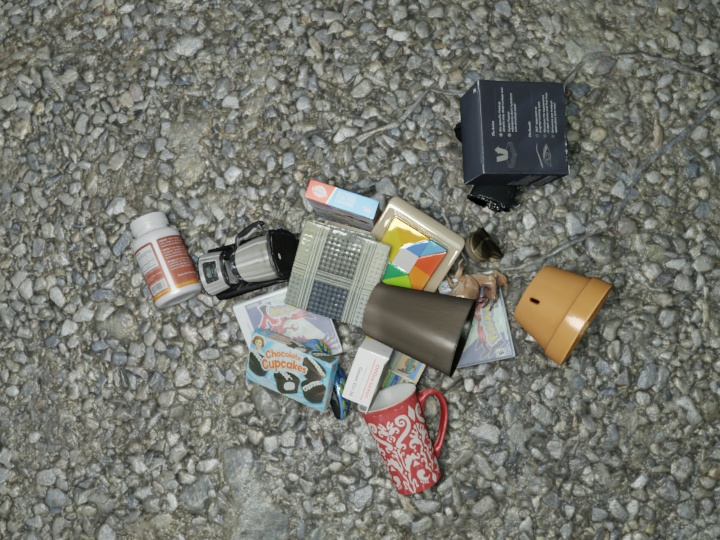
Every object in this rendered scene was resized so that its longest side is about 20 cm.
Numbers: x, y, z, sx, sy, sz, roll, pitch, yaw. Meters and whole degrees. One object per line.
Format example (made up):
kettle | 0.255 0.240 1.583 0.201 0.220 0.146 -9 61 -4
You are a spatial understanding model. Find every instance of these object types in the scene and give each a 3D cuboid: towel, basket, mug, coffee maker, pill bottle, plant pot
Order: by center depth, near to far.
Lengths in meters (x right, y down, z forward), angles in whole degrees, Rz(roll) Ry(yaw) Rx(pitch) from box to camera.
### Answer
basket | 0.115 0.105 1.263 0.198 0.137 0.181 17 45 17
towel | -0.048 0.006 1.317 0.191 0.035 0.201 17 108 -3
plant pot | 0.423 0.081 1.338 0.140 0.200 0.201 34 87 22
mug | 0.110 0.356 1.339 0.176 0.133 0.202 -19 95 13
coffee maker | -0.233 -0.005 1.398 0.198 0.192 0.136 -14 62 22
pill bottle | -0.448 -0.026 1.427 0.111 0.112 0.201 -24 84 1

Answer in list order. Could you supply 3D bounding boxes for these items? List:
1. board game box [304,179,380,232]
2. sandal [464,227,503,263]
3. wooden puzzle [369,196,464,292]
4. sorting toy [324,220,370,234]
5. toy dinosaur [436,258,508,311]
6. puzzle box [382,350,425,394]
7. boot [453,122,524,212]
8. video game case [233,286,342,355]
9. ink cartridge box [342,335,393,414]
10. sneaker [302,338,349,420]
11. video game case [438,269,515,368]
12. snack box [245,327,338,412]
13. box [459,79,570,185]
board game box | -0.032 -0.136 1.369 0.152 0.200 0.041 19 86 4
sandal | 0.258 -0.043 1.355 0.054 0.200 0.082 -35 85 26
wooden puzzle | 0.096 -0.027 1.328 0.184 0.037 0.201 32 99 3
sorting toy | 0.000 0.000 1.411 0.198 0.107 0.182 15 93 5
toy dinosaur | 0.233 0.063 1.377 0.135 0.086 0.201 37 93 -1
puzzle box | 0.090 0.173 1.391 0.132 0.025 0.201 26 105 6
boot | 0.285 -0.232 1.423 0.197 0.073 0.164 21 84 -1
video game case | -0.162 0.131 1.406 0.198 0.023 0.184 -19 103 1
ink cartridge box | 0.021 0.201 1.294 0.067 0.200 0.117 20 104 7
sneaker | -0.083 0.244 1.392 0.082 0.071 0.201 -21 107 21
video game case | 0.242 0.114 1.420 0.181 0.023 0.202 -11 85 2
snack box | -0.150 0.211 1.343 0.199 0.037 0.117 19 110 20
box | 0.326 -0.290 1.339 0.198 0.117 0.199 -1 85 -12
